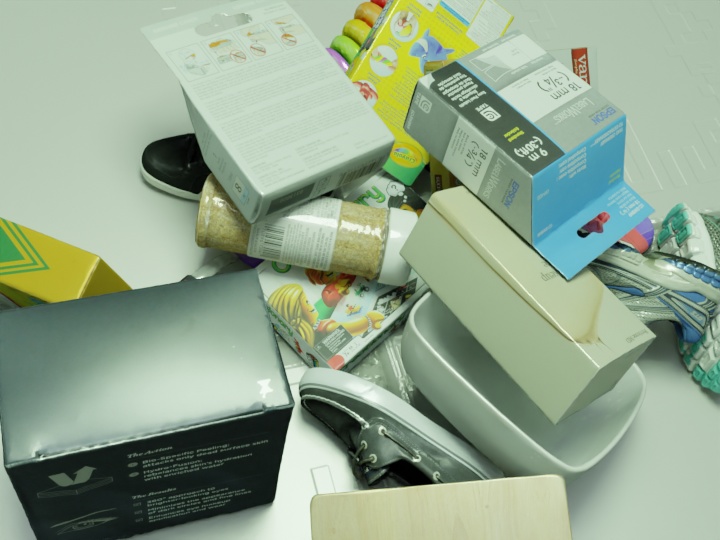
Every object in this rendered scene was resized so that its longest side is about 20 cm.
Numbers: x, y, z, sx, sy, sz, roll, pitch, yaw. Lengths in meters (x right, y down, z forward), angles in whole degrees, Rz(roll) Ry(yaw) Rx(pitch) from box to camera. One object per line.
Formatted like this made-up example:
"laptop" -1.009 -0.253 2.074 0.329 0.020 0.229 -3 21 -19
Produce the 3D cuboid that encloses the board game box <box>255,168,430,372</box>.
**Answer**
"board game box" 0.000 0.000 0.943 0.126 0.035 0.199 42 62 15

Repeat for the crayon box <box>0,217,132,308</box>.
"crayon box" -0.262 0.008 0.821 0.196 0.127 0.052 21 74 11

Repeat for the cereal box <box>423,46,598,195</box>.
"cereal box" 0.157 -0.143 0.987 0.196 0.039 0.147 -12 103 -28

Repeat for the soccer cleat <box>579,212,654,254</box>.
"soccer cleat" 0.221 -0.049 0.977 0.196 0.074 0.069 1 53 -23

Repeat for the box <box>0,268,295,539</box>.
"box" -0.163 0.112 0.752 0.192 0.201 0.119 -10 61 -16

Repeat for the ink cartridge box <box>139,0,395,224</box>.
"ink cartridge box" -0.086 -0.153 0.888 0.158 0.048 0.201 -26 70 -34

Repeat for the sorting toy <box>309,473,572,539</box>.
"sorting toy" 0.066 0.269 0.748 0.194 0.070 0.204 -5 72 1

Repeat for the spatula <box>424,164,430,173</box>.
"spatula" 0.098 -0.078 1.014 0.056 0.021 0.201 -23 65 -28

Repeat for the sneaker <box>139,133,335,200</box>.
"sneaker" -0.115 -0.124 0.951 0.195 0.113 0.074 6 57 -6

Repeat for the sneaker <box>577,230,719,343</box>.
"sneaker" 0.235 0.018 0.904 0.196 0.077 0.087 15 98 2

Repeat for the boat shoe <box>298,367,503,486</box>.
"boat shoe" 0.026 0.157 0.841 0.198 0.070 0.067 32 57 0

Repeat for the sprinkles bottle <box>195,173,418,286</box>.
"sprinkles bottle" -0.048 -0.037 0.894 0.195 0.069 0.069 11 58 -4

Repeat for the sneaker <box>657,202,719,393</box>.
"sneaker" 0.360 0.024 0.973 0.089 0.078 0.204 6 61 -12

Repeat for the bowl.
"bowl" 0.137 0.093 0.863 0.199 0.075 0.199 41 38 16

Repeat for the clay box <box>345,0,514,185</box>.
"clay box" 0.054 -0.199 0.982 0.114 0.048 0.202 32 89 -19

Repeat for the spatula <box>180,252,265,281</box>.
"spatula" -0.143 0.003 0.916 0.056 0.021 0.200 41 62 13

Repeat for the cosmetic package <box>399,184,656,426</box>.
"cosmetic package" 0.137 0.020 0.827 0.103 0.074 0.200 -17 56 -46

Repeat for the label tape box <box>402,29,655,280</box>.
"label tape box" 0.156 -0.108 0.850 0.143 0.064 0.200 -32 65 -34

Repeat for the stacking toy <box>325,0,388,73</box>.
"stacking toy" -0.003 -0.215 1.042 0.199 0.110 0.117 -39 106 -11
